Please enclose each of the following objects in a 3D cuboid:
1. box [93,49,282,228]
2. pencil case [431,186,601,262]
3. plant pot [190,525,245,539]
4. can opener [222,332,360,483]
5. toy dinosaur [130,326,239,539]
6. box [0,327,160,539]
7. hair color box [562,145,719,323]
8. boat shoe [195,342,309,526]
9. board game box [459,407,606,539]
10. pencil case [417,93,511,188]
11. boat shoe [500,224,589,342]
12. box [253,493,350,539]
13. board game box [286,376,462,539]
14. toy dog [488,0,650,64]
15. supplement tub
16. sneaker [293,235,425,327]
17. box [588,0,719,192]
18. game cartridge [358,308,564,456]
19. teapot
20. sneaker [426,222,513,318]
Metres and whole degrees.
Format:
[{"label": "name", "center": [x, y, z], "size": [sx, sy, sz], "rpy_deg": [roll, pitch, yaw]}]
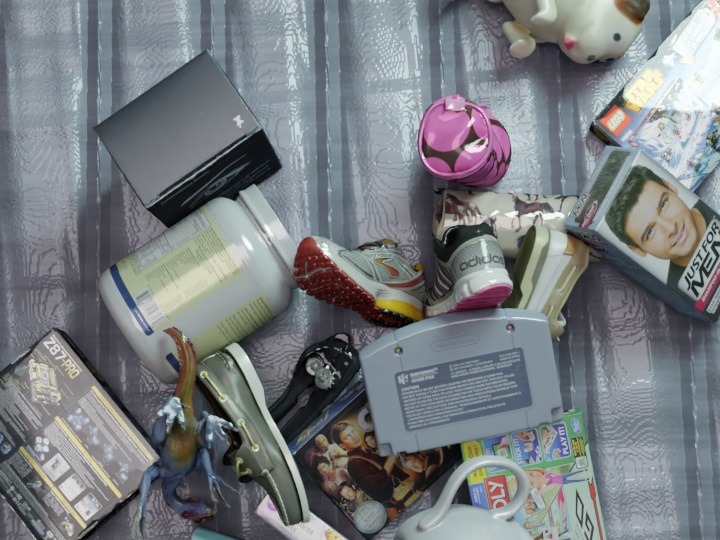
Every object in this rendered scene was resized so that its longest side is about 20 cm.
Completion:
[{"label": "box", "center": [-0.179, -0.130, 1.486], "size": [0.148, 0.200, 0.105], "rpy_deg": [-34, 82, -3]}, {"label": "pencil case", "center": [0.177, -0.050, 1.517], "size": [0.199, 0.090, 0.078], "rpy_deg": [2, 112, -1]}, {"label": "plant pot", "center": [-0.094, 0.382, 1.417], "size": [0.199, 0.196, 0.198], "rpy_deg": [12, 82, -4]}, {"label": "can opener", "center": [-0.071, 0.153, 1.507], "size": [0.063, 0.079, 0.200], "rpy_deg": [40, 96, 16]}, {"label": "toy dinosaur", "center": [-0.176, 0.189, 1.453], "size": [0.104, 0.182, 0.201], "rpy_deg": [9, 64, -11]}, {"label": "box", "center": [-0.331, 0.189, 1.521], "size": [0.161, 0.049, 0.200], "rpy_deg": [-41, 83, -3]}, {"label": "hair color box", "center": [0.319, -0.037, 1.472], "size": [0.200, 0.061, 0.099], "rpy_deg": [33, 82, -28]}, {"label": "boat shoe", "center": [-0.114, 0.178, 1.449], "size": [0.060, 0.072, 0.203], "rpy_deg": [-24, 86, -19]}, {"label": "board game box", "center": [0.188, 0.259, 1.479], "size": [0.134, 0.029, 0.201], "rpy_deg": [-12, 93, 0]}, {"label": "pencil case", "center": [0.111, -0.138, 1.477], "size": [0.090, 0.200, 0.094], "rpy_deg": [12, 94, 9]}, {"label": "boat shoe", "center": [0.185, 0.052, 1.480], "size": [0.068, 0.075, 0.201], "rpy_deg": [14, 116, -8]}, {"label": "box", "center": [-0.025, 0.305, 1.495], "size": [0.200, 0.039, 0.042], "rpy_deg": [38, 84, 7]}, {"label": "board game box", "center": [0.037, 0.174, 1.489], "size": [0.200, 0.035, 0.136], "rpy_deg": [-42, 106, -4]}, {"label": "toy dog", "center": [0.222, -0.309, 1.545], "size": [0.200, 0.140, 0.194], "rpy_deg": [44, 49, 9]}, {"label": "supplement tub", "center": [-0.163, 0.013, 1.491], "size": [0.199, 0.145, 0.145], "rpy_deg": [-33, 81, -3]}, {"label": "sneaker", "center": [0.000, 0.000, 1.480], "size": [0.078, 0.200, 0.083], "rpy_deg": [-3, 71, 35]}, {"label": "box", "center": [0.372, -0.190, 1.554], "size": [0.137, 0.040, 0.200], "rpy_deg": [42, 85, 7]}, {"label": "game cartridge", "center": [0.103, 0.111, 1.439], "size": [0.199, 0.041, 0.134], "rpy_deg": [-11, 109, 0]}, {"label": "teapot", "center": [0.128, 0.311, 1.391], "size": [0.145, 0.200, 0.198], "rpy_deg": [-20, 66, -14]}, {"label": "sneaker", "center": [0.110, -0.001, 1.456], "size": [0.073, 0.200, 0.088], "rpy_deg": [-7, 81, -9]}]
